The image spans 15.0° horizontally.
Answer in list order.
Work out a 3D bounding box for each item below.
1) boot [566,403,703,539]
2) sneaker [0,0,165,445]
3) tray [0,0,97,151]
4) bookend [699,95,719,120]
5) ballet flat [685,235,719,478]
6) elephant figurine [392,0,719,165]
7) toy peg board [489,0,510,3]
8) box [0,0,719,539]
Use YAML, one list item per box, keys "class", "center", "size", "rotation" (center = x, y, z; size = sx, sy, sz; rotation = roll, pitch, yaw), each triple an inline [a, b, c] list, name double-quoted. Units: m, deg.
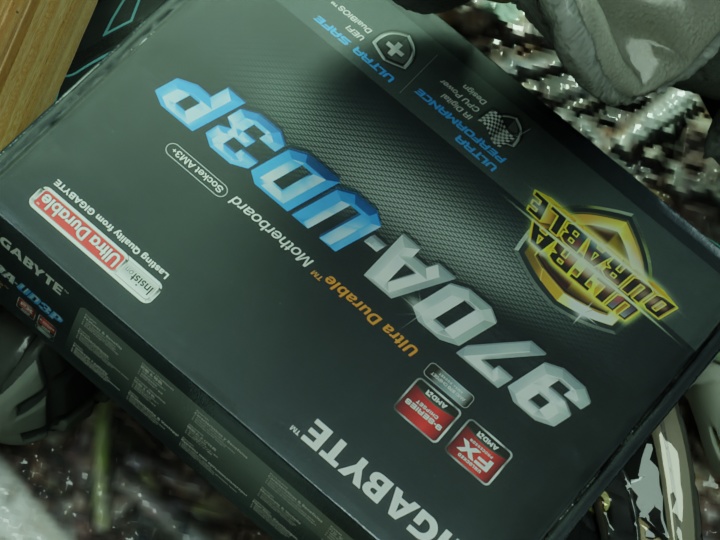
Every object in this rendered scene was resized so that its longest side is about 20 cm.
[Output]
- class: "boot"
  center: [0.030, 0.101, 0.871]
  size: [0.150, 0.073, 0.201]
  rotation: [-4, 77, -17]
- class: "sneaker"
  center: [-0.085, -0.030, 0.902]
  size: [0.079, 0.076, 0.200]
  rotation: [25, 58, 10]
- class: "tray"
  center: [-0.143, -0.068, 0.852]
  size: [0.098, 0.037, 0.201]
  rotation: [22, 88, 28]
- class: "bookend"
  center: [0.228, -0.064, 0.929]
  size: [0.198, 0.092, 0.201]
  rotation: [-8, 60, -29]
- class: "ballet flat"
  center: [0.158, 0.058, 0.922]
  size: [0.200, 0.074, 0.074]
  rotation: [34, 66, 4]
- class: "elephant figurine"
  center: [0.061, -0.117, 0.806]
  size: [0.199, 0.141, 0.156]
  rotation: [-7, 76, -33]
- class: "toy peg board"
  center: [-0.001, -0.198, 0.893]
  size: [0.198, 0.098, 0.201]
  rotation: [9, 100, -23]
- class: "box"
  center: [0.000, 0.000, 0.835]
  size: [0.200, 0.046, 0.159]
  rotation: [41, 59, 6]
